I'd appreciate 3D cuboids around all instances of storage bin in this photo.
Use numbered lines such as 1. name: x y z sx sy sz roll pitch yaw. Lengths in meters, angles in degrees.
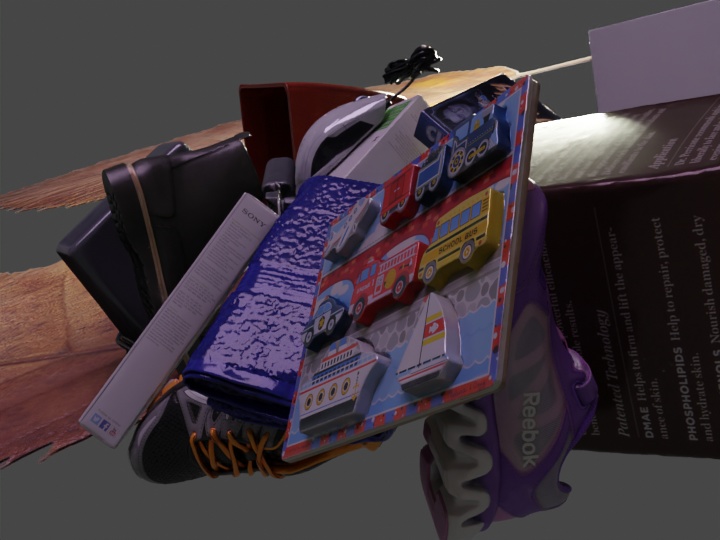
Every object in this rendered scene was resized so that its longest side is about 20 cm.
1. storage bin: -0.197 -0.026 0.946 0.201 0.135 0.145 -48 23 -16

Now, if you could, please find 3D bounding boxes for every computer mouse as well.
1. computer mouse: -0.005 -0.168 1.018 0.200 0.044 0.110 -44 17 -6

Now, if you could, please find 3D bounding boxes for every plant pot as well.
1. plant pot: -0.037 -0.146 1.222 0.173 0.205 0.199 -11 14 -23

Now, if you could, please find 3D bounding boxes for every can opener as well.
1. can opener: -0.061 -0.066 0.917 0.065 0.055 0.201 -6 20 -1

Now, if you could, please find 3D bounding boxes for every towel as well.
1. towel: -0.012 0.022 0.636 0.145 0.050 0.202 11 48 20

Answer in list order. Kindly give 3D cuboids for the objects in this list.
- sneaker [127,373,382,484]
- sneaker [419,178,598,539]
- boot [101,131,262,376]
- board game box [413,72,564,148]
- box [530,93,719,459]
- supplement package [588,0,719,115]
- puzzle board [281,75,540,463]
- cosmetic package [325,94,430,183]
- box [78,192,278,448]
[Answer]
1. sneaker: -0.068 0.105 0.644 0.196 0.079 0.078 -21 34 8
2. sneaker: 0.082 0.048 0.496 0.086 0.204 0.081 -1 22 -8
3. boot: -0.134 -0.013 0.854 0.136 0.204 0.077 -21 23 -20
4. board game box: 0.168 -0.110 0.951 0.134 0.035 0.200 -29 61 -35
5. box: 0.162 -0.001 0.588 0.197 0.167 0.165 -4 21 36
6. supplement package: 0.306 -0.144 0.842 0.148 0.155 0.199 -7 2 28
7. puzzle board: 0.016 0.008 0.485 0.199 0.017 0.154 -33 40 55
8. cosmetic package: 0.004 -0.082 1.012 0.200 0.085 0.107 -49 19 -24
9. box: -0.138 0.040 0.734 0.201 0.036 0.144 -55 5 -13
